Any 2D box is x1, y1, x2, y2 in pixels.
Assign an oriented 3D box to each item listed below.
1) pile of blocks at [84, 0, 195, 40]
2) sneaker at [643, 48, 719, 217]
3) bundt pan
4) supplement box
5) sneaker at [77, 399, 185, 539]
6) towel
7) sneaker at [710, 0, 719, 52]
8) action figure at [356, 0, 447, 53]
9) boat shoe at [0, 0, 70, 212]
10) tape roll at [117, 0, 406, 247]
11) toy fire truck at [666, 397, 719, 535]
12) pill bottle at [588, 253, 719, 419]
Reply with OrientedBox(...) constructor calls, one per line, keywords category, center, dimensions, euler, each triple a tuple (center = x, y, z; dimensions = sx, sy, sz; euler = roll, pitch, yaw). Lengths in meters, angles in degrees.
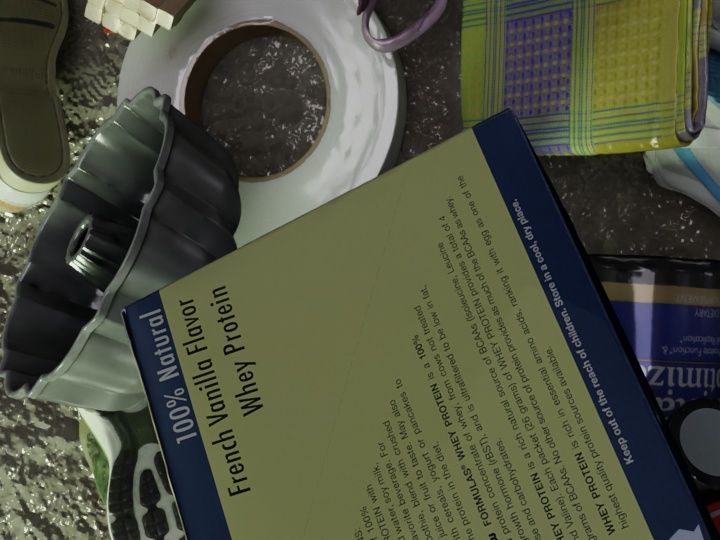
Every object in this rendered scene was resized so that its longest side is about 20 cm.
OrientedBox(category="pile of blocks", center=(-0.139, -0.215, 0.819), dimensions=(0.081, 0.062, 0.202), euler=(10, 50, -17))
OrientedBox(category="sneaker", center=(0.193, -0.101, 0.753), dimensions=(0.201, 0.076, 0.081), euler=(51, 141, 25))
OrientedBox(category="bundt pan", center=(-0.139, -0.005, 0.747), dimensions=(0.075, 0.202, 0.204), euler=(26, 95, -28))
OrientedBox(category="supplement box", center=(0.030, 0.077, 0.553), dimensions=(0.198, 0.134, 0.202), euler=(-26, 66, 11))
OrientedBox(category="sneaker", center=(-0.143, 0.140, 0.803), dimensions=(0.076, 0.089, 0.202), euler=(-6, 54, -24))
OrientedBox(category="towel", center=(0.129, -0.139, 0.734), dimensions=(0.199, 0.023, 0.146), euler=(0, 89, 55))
OrientedBox(category="sneaker", center=(0.218, -0.171, 0.708), dimensions=(0.200, 0.075, 0.089), euler=(42, 137, 27))
OrientedBox(category="action figure", center=(-0.007, -0.261, 0.794), dimensions=(0.133, 0.150, 0.200), euler=(-34, 46, -16))
OrientedBox(category="boat shoe", center=(-0.245, -0.138, 0.848), dimensions=(0.068, 0.074, 0.203), euler=(-32, 57, 47))
OrientedBox(category="tape roll", center=(-0.068, -0.113, 0.831), dimensions=(0.200, 0.037, 0.206), euler=(0, 89, 13))
OrientedBox(category="toy fire truck", center=(0.239, 0.161, 0.627), dimensions=(0.174, 0.129, 0.202), euler=(-17, 66, -18))
OrientedBox(category="pill bottle", center=(0.163, 0.093, 0.739), dimensions=(0.110, 0.112, 0.203), euler=(2, 89, 12))
